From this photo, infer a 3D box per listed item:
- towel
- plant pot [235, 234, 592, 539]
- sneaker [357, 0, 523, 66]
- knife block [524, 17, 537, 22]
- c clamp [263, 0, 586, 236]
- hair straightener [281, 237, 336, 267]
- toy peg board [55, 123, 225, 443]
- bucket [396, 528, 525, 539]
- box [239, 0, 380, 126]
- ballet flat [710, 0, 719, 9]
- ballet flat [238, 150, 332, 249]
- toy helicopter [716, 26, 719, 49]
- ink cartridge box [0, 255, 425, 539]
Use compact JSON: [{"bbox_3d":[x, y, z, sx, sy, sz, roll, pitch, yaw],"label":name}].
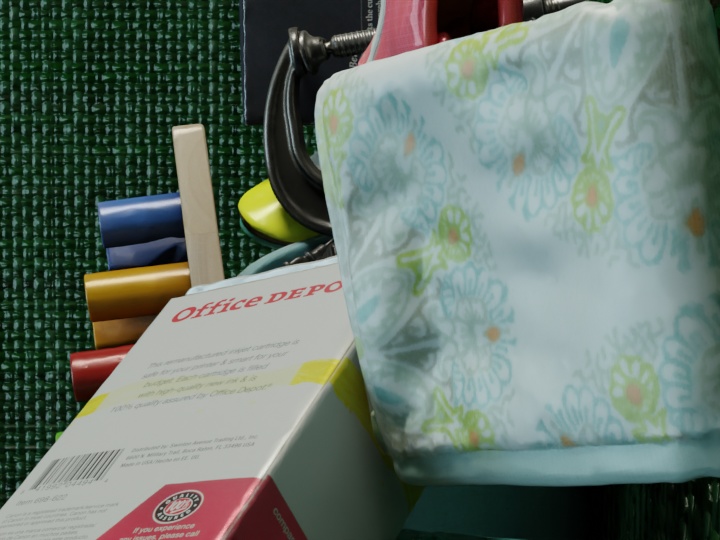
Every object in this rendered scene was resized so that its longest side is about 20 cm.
[{"bbox_3d":[0.062,-0.006,0.746,0.200,0.048,0.172,-8,93,52],"label":"towel"},{"bbox_3d":[0.043,0.089,1.073,0.200,0.200,0.197,-96,-2,-73],"label":"plant pot"},{"bbox_3d":[0.036,-0.090,0.909,0.087,0.074,0.200,-106,12,-53],"label":"sneaker"},{"bbox_3d":[0.100,-0.029,0.972,0.176,0.064,0.200,131,138,-88],"label":"knife block"},{"bbox_3d":[0.037,-0.109,1.109,0.027,0.200,0.171,-20,-85,-86],"label":"c clamp"},{"bbox_3d":[0.000,0.000,1.008,0.041,0.077,0.200,59,-171,-20],"label":"hair straightener"},{"bbox_3d":[-0.118,0.055,1.104,0.200,0.098,0.200,96,166,-67],"label":"toy peg board"},{"bbox_3d":[0.066,0.216,0.909,0.207,0.134,0.208,179,90,-89],"label":"bucket"},{"bbox_3d":[0.026,-0.153,1.225,0.200,0.196,0.124,-102,12,-84],"label":"box"},{"bbox_3d":[0.105,-0.151,0.790,0.200,0.065,0.071,-95,7,-71],"label":"ballet flat"},{"bbox_3d":[0.012,-0.053,1.187,0.067,0.200,0.067,44,121,35],"label":"ballet flat"},{"bbox_3d":[0.087,-0.035,0.807,0.132,0.079,0.200,55,141,22],"label":"toy helicopter"},{"bbox_3d":[-0.055,0.088,0.856,0.084,0.145,0.200,61,-141,-24],"label":"ink cartridge box"}]
